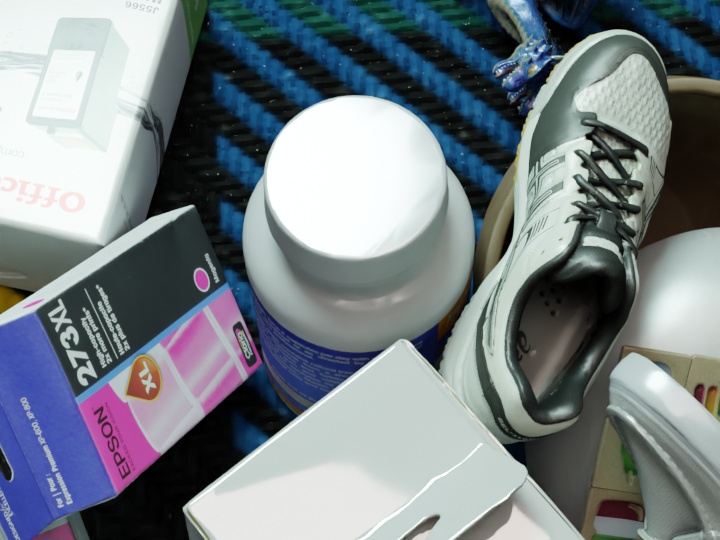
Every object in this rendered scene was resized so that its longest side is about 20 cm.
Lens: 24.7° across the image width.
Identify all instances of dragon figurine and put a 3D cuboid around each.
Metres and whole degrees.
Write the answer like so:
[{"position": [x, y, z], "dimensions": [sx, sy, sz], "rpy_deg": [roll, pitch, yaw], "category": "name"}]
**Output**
[{"position": [0.120, -0.181, 0.967], "dimensions": [0.099, 0.059, 0.200], "rpy_deg": [34, 70, 12], "category": "dragon figurine"}]

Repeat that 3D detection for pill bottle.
[{"position": [0.000, 0.000, 0.805], "dimensions": [0.111, 0.200, 0.113], "rpy_deg": [0, 66, 0], "category": "pill bottle"}]

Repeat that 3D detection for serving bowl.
[{"position": [0.183, 0.083, 0.796], "dimensions": [0.198, 0.066, 0.202], "rpy_deg": [-2, 102, -9], "category": "serving bowl"}]

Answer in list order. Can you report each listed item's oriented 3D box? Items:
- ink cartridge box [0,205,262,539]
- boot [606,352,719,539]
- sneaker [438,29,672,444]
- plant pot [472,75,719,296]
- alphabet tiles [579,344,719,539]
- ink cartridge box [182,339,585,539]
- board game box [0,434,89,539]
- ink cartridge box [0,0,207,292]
[{"position": [-0.120, 0.045, 0.789], "dimensions": [0.037, 0.200, 0.095], "rpy_deg": [-15, 103, 31], "category": "ink cartridge box"}, {"position": [0.147, 0.137, 0.721], "dimensions": [0.095, 0.074, 0.200], "rpy_deg": [-40, 107, -6], "category": "boot"}, {"position": [0.104, -0.015, 0.737], "dimensions": [0.075, 0.088, 0.201], "rpy_deg": [21, 83, -15], "category": "sneaker"}, {"position": [0.149, -0.003, 0.852], "dimensions": [0.199, 0.093, 0.203], "rpy_deg": [-2, 102, -9], "category": "plant pot"}, {"position": [0.197, 0.129, 0.771], "dimensions": [0.198, 0.008, 0.169], "rpy_deg": [9, 101, -12], "category": "alphabet tiles"}, {"position": [0.008, 0.135, 0.749], "dimensions": [0.128, 0.200, 0.125], "rpy_deg": [-37, 73, -17], "category": "ink cartridge box"}, {"position": [-0.238, 0.129, 0.776], "dimensions": [0.199, 0.064, 0.149], "rpy_deg": [-21, 97, -5], "category": "board game box"}, {"position": [-0.179, -0.099, 0.905], "dimensions": [0.144, 0.084, 0.201], "rpy_deg": [12, 67, 2], "category": "ink cartridge box"}]
